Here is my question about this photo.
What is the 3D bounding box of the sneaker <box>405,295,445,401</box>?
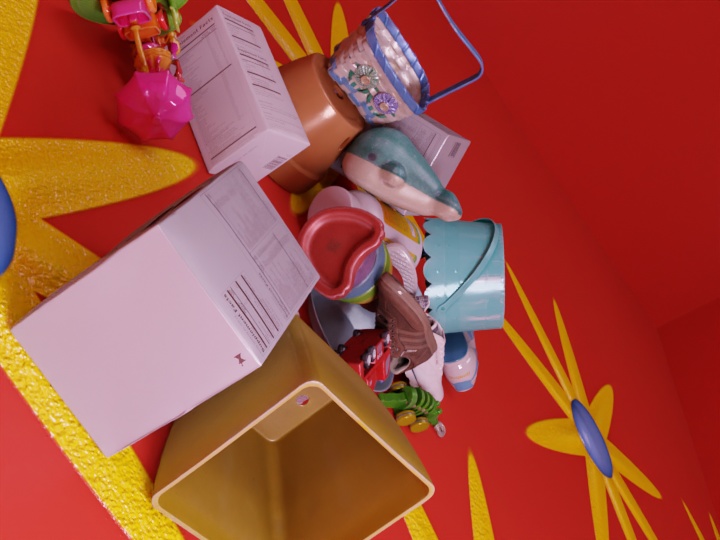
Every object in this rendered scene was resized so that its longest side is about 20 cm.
[{"bbox_3d":[0.100,0.128,1.478,0.077,0.080,0.202,-109,175,-56],"label":"sneaker"}]

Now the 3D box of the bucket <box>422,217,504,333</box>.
[{"bbox_3d":[0.172,0.008,1.615,0.207,0.133,0.211,-1,90,-86],"label":"bucket"}]

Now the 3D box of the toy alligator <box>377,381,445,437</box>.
[{"bbox_3d":[0.096,0.208,1.440,0.199,0.054,0.060,33,35,-49],"label":"toy alligator"}]

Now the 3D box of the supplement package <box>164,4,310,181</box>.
[{"bbox_3d":[-0.172,-0.241,1.322,0.109,0.113,0.202,8,56,-61],"label":"supplement package"}]

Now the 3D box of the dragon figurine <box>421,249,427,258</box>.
[{"bbox_3d":[0.057,-0.070,1.689,0.199,0.058,0.101,25,40,-57],"label":"dragon figurine"}]

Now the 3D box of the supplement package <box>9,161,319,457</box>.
[{"bbox_3d":[-0.172,0.029,0.890,0.148,0.190,0.200,55,22,-11],"label":"supplement package"}]

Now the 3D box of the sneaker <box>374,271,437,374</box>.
[{"bbox_3d":[0.052,0.082,1.301,0.070,0.075,0.201,43,-10,37],"label":"sneaker"}]

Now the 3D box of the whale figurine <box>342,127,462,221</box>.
[{"bbox_3d":[0.072,-0.146,1.450,0.198,0.105,0.159,27,1,13],"label":"whale figurine"}]

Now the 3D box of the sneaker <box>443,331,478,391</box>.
[{"bbox_3d":[0.169,0.131,1.687,0.201,0.075,0.082,-78,151,-59],"label":"sneaker"}]

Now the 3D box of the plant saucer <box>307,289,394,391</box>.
[{"bbox_3d":[-0.023,0.086,1.352,0.201,0.038,0.202,47,26,-30],"label":"plant saucer"}]

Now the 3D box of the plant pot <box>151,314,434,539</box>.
[{"bbox_3d":[-0.073,0.163,0.964,0.200,0.199,0.177,46,15,-32],"label":"plant pot"}]

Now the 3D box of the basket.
[{"bbox_3d":[0.065,-0.317,1.443,0.177,0.199,0.140,48,25,-26],"label":"basket"}]

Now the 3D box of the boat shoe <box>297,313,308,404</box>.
[{"bbox_3d":[-0.103,0.064,1.161,0.202,0.069,0.071,62,23,4],"label":"boat shoe"}]

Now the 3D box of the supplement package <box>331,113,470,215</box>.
[{"bbox_3d":[0.052,-0.208,1.615,0.199,0.152,0.151,34,13,16],"label":"supplement package"}]

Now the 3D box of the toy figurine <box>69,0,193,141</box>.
[{"bbox_3d":[-0.259,-0.245,1.173,0.200,0.148,0.187,77,1,-82],"label":"toy figurine"}]

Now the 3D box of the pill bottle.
[{"bbox_3d":[0.005,-0.059,1.492,0.199,0.110,0.112,28,38,-54],"label":"pill bottle"}]

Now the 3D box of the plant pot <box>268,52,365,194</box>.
[{"bbox_3d":[-0.086,-0.240,1.477,0.200,0.139,0.202,46,27,-31],"label":"plant pot"}]

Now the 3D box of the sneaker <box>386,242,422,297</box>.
[{"bbox_3d":[0.060,0.030,1.503,0.082,0.073,0.202,-83,168,-54],"label":"sneaker"}]

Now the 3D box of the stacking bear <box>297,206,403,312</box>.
[{"bbox_3d":[0.000,0.000,1.317,0.113,0.122,0.200,31,-5,30],"label":"stacking bear"}]

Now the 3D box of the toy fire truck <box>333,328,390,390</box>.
[{"bbox_3d":[-0.005,0.164,1.198,0.200,0.048,0.143,-38,128,-69],"label":"toy fire truck"}]
